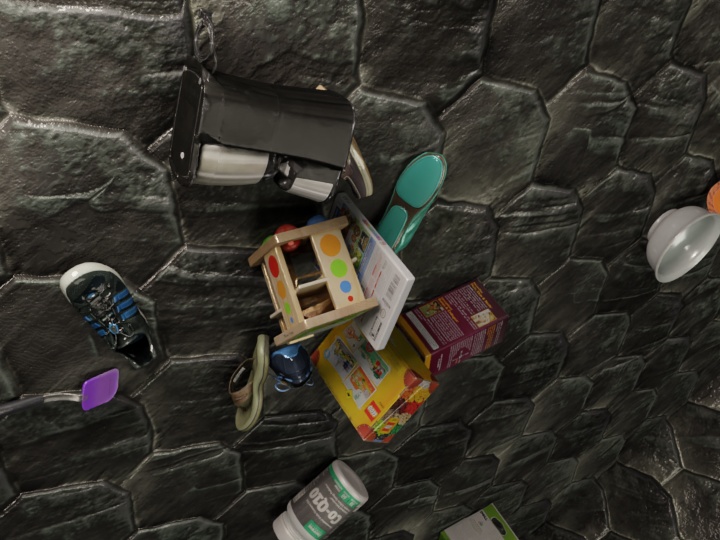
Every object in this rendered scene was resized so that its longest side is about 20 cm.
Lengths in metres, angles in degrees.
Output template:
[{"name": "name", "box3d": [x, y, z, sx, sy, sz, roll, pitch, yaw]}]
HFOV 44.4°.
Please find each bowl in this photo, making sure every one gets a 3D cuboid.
[{"name": "bowl", "box3d": [0.726, -0.077, 2.028, 0.199, 0.091, 0.203, -24, 143, -19]}]

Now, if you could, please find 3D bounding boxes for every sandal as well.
[{"name": "sandal", "box3d": [-0.192, 0.186, 1.492, 0.056, 0.080, 0.203, 4, 127, -17]}]

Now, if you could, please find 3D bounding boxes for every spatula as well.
[{"name": "spatula", "box3d": [-0.446, 0.188, 1.287, 0.198, 0.021, 0.057, -9, 123, -33]}]

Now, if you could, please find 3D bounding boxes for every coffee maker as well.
[{"name": "coffee maker", "box3d": [-0.110, -0.181, 1.052, 0.197, 0.136, 0.193, 3, 134, -29]}]

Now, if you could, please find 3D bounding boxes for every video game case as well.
[{"name": "video game case", "box3d": [0.000, 0.000, 1.333, 0.018, 0.201, 0.144, -10, 137, -35]}]

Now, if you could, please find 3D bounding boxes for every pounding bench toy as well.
[{"name": "pounding bench toy", "box3d": [-0.091, 0.018, 1.333, 0.123, 0.158, 0.200, -17, 172, -29]}]

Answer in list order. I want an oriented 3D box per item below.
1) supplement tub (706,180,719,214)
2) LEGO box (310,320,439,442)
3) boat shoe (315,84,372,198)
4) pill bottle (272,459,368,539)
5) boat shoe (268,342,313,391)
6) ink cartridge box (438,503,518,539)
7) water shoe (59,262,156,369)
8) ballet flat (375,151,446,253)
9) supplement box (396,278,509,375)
[{"name": "supplement tub", "box3d": [0.907, -0.170, 2.064, 0.198, 0.123, 0.124, -10, 137, -35]}, {"name": "LEGO box", "box3d": [0.020, 0.176, 1.554, 0.149, 0.201, 0.077, -50, 144, 17]}, {"name": "boat shoe", "box3d": [-0.038, -0.168, 1.228, 0.064, 0.072, 0.201, -31, 142, -2]}, {"name": "pill bottle", "box3d": [-0.088, 0.518, 1.920, 0.200, 0.113, 0.113, -43, 146, 5]}, {"name": "boat shoe", "box3d": [-0.119, 0.168, 1.469, 0.083, 0.070, 0.200, -20, 173, -1]}, {"name": "ink cartridge box", "box3d": [0.353, 0.815, 2.641, 0.198, 0.148, 0.076, -21, 143, -25]}, {"name": "water shoe", "box3d": [-0.332, 0.062, 1.201, 0.071, 0.079, 0.201, -35, 146, -5]}, {"name": "ballet flat", "box3d": [0.083, -0.111, 1.421, 0.201, 0.067, 0.070, -59, 165, 26]}, {"name": "supplement box", "box3d": [0.174, 0.114, 1.708, 0.198, 0.111, 0.086, -23, 144, -22]}]
